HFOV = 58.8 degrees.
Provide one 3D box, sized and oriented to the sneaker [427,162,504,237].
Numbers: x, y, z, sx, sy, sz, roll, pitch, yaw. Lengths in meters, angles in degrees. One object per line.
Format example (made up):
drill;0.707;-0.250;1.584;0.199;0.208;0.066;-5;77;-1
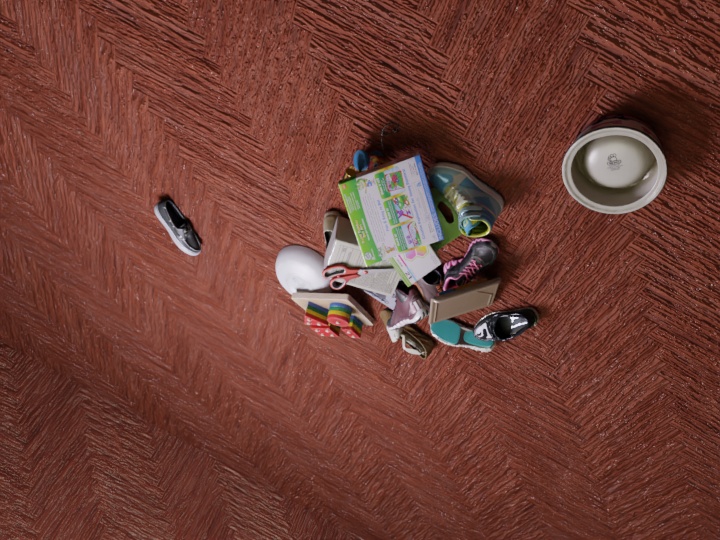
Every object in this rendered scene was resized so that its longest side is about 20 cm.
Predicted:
sneaker;0.227;-0.154;1.442;0.196;0.132;0.080;28;142;0

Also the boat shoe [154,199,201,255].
boat shoe;-0.554;-0.131;1.965;0.056;0.069;0.202;-15;121;39

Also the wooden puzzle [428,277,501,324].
wooden puzzle;0.260;0.073;1.629;0.179;0.038;0.201;-16;160;-3

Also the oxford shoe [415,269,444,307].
oxford shoe;0.198;0.048;1.701;0.200;0.072;0.072;44;162;-18

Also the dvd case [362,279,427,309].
dvd case;0.109;0.058;1.814;0.196;0.025;0.151;32;140;-4

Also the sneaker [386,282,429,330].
sneaker;0.117;0.092;1.788;0.118;0.074;0.199;62;149;1

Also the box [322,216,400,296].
box;0.012;-0.036;1.651;0.194;0.111;0.130;16;127;-10

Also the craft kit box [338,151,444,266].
craft kit box;0.070;-0.136;1.440;0.192;0.049;0.206;-18;108;4

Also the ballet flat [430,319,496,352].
ballet flat;0.288;0.192;1.822;0.194;0.073;0.073;17;139;13

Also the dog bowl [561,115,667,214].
dog bowl;0.504;-0.215;1.266;0.194;0.075;0.204;17;139;15

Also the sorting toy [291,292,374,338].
sorting toy;-0.086;0.140;1.919;0.194;0.072;0.199;1;155;27

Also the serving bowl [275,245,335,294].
serving bowl;-0.173;0.022;1.906;0.194;0.067;0.204;16;138;15

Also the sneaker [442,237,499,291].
sneaker;0.272;-0.002;1.605;0.078;0.097;0.200;36;138;-8

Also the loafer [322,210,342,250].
loafer;-0.061;-0.066;1.747;0.073;0.069;0.203;0;132;29

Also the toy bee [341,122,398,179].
toy bee;0.026;-0.232;1.480;0.127;0.112;0.201;-13;162;-19

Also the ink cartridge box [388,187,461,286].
ink cartridge box;0.151;-0.086;1.525;0.197;0.076;0.149;-34;111;12

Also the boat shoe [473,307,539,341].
boat shoe;0.378;0.152;1.705;0.195;0.066;0.077;-15;97;37

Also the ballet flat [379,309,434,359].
ballet flat;0.133;0.198;1.907;0.198;0.073;0.068;38;140;-10

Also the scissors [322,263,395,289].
scissors;0.000;0.000;1.599;0.194;0.014;0.074;-15;123;15
